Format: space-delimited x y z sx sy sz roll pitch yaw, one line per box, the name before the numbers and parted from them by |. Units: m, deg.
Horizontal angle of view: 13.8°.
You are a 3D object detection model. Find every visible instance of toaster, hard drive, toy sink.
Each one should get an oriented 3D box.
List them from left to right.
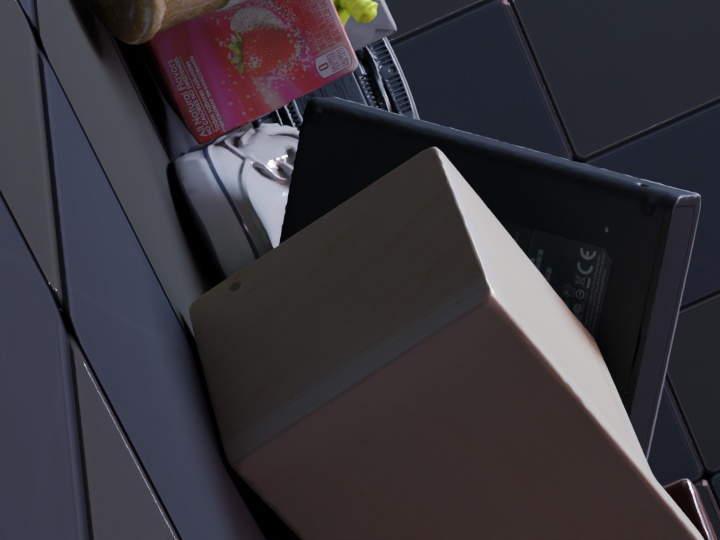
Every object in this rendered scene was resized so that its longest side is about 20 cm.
toaster | -0.016 -0.110 2.194 0.129 0.113 0.201 61 4 -82
toy sink | 0.039 0.068 1.261 0.200 0.130 0.112 48 15 -37
hard drive | 0.049 0.009 1.367 0.033 0.199 0.140 -6 110 -59

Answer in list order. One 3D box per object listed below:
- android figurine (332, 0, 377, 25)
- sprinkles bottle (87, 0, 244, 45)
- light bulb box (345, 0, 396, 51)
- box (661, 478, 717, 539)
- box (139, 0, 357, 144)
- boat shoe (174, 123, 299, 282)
android figurine | -0.070 -0.189 1.608 0.200 0.041 0.182 44 -37 13
sprinkles bottle | -0.037 -0.170 1.409 0.068 0.199 0.068 40 -37 39
light bulb box | -0.084 -0.255 1.954 0.198 0.124 0.201 60 7 -61
box | 0.116 0.227 1.375 0.200 0.165 0.165 61 9 -61
box | -0.088 -0.177 1.489 0.201 0.095 0.100 66 -5 -18
boat shoe | -0.051 -0.041 1.478 0.200 0.065 0.074 -102 168 -74
